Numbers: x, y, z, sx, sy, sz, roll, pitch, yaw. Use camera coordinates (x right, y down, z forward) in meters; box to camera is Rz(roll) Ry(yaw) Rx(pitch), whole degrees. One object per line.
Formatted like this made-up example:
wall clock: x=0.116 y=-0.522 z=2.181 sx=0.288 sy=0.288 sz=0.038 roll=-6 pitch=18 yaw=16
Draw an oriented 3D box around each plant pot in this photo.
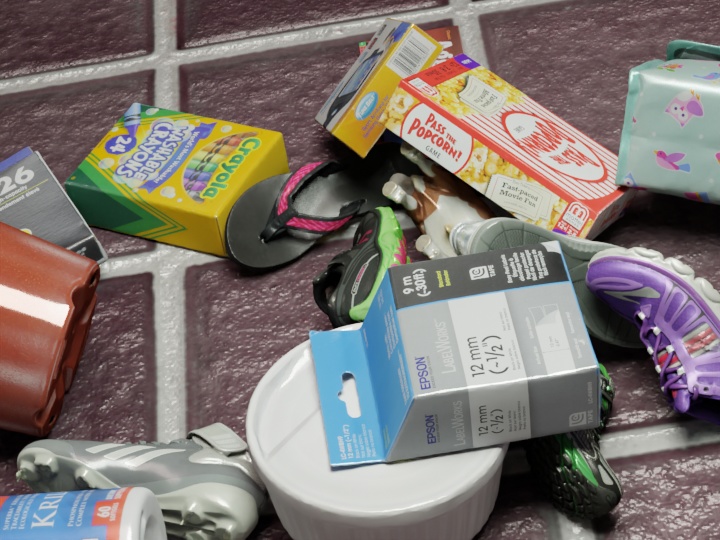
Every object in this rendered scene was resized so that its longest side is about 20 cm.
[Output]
plant pot: x=-0.323 y=0.035 z=1.580 sx=0.193 sy=0.202 sz=0.202 roll=17 pitch=44 yaw=0

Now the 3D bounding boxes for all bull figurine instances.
bull figurine: x=0.075 y=-0.040 z=1.656 sx=0.065 sy=0.121 sz=0.200 roll=-46 pitch=51 yaw=8

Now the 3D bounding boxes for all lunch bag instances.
lunch bag: x=0.322 y=-0.125 z=1.670 sx=0.169 sy=0.123 sz=0.200 roll=11 pitch=16 yaw=20

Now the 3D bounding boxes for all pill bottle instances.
pill bottle: x=-0.246 y=0.219 z=1.426 sx=0.198 sy=0.113 sz=0.113 roll=-5 pitch=41 yaw=6

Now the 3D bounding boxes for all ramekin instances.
ramekin: x=0.017 y=0.138 z=1.471 sx=0.200 sy=0.095 sz=0.203 roll=-4 pitch=41 yaw=3

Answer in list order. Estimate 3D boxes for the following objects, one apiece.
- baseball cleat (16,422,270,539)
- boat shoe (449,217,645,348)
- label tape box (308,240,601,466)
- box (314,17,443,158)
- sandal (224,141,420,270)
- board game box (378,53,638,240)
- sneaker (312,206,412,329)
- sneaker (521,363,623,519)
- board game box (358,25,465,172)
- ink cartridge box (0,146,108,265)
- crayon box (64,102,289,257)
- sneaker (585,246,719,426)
baseball cleat: x=-0.163 y=0.158 z=1.524 sx=0.198 sy=0.070 sz=0.107 roll=16 pitch=41 yaw=14
boat shoe: x=0.164 y=0.005 z=1.558 sx=0.200 sy=0.075 sz=0.065 roll=18 pitch=4 yaw=-25
label tape box: x=0.065 y=0.059 z=1.432 sx=0.198 sy=0.067 sz=0.144 roll=-7 pitch=41 yaw=-3
box: x=0.012 y=-0.168 z=1.766 sx=0.119 sy=0.041 sz=0.200 roll=-54 pitch=12 yaw=3
sandal: x=-0.033 y=-0.065 z=1.730 sx=0.199 sy=0.045 sz=0.076 roll=-26 pitch=85 yaw=-20
board game box: x=0.131 y=-0.101 z=1.658 sx=0.199 sy=0.047 sz=0.151 roll=35 pitch=25 yaw=11
sneaker: x=0.000 y=0.000 z=1.608 sx=0.083 sy=0.077 sz=0.200 roll=-16 pitch=11 yaw=4
sneaker: x=0.161 y=0.105 z=1.494 sx=0.084 sy=0.079 sz=0.201 roll=-14 pitch=41 yaw=-5
board game box: x=0.058 y=-0.162 z=1.864 sx=0.102 sy=0.020 sz=0.201 roll=-9 pitch=41 yaw=0
ink cartridge box: x=-0.353 y=-0.025 z=1.762 sx=0.197 sy=0.047 sz=0.200 roll=-32 pitch=48 yaw=-10
crayon box: x=-0.154 y=-0.083 z=1.795 sx=0.198 sy=0.052 sz=0.126 roll=13 pitch=47 yaw=25
sneaker: x=0.247 y=0.061 z=1.484 sx=0.200 sy=0.081 sz=0.083 roll=41 pitch=67 yaw=9
